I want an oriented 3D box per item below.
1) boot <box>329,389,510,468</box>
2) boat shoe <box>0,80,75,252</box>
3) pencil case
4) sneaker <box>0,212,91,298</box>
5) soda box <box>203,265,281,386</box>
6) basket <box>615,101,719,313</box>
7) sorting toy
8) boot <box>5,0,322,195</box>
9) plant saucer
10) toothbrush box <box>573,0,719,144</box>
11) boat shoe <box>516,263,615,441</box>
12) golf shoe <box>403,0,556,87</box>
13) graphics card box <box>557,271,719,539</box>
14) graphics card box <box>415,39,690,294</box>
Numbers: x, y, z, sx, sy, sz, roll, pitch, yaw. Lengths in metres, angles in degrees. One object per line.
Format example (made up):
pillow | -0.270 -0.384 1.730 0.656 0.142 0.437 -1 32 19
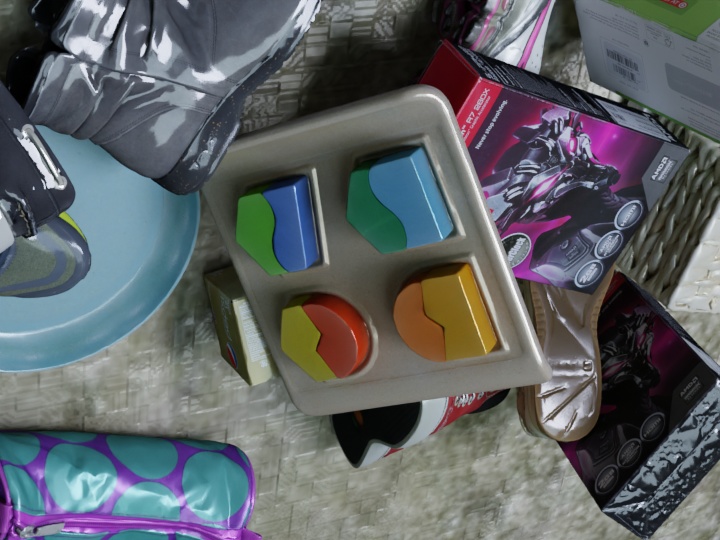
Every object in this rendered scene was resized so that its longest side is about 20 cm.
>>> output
boot | 0.065 0.076 1.045 0.144 0.073 0.200 -21 169 -18
boat shoe | -0.219 -0.106 0.761 0.060 0.074 0.200 -34 98 -25
pencil case | -0.170 0.155 0.996 0.199 0.092 0.085 7 118 -35
sneaker | -0.243 -0.009 0.805 0.199 0.081 0.074 7 118 -30
soda box | -0.001 0.011 0.997 0.199 0.068 0.064 -17 110 -18
basket | 0.287 -0.049 1.094 0.199 0.123 0.136 2 122 -32
sorting toy | 0.000 0.000 0.871 0.036 0.185 0.201 -49 121 -51
boot | -0.105 -0.149 0.819 0.131 0.070 0.200 28 91 -36
plant saucer | -0.196 -0.026 0.894 0.199 0.027 0.201 -15 128 -20
toothbrush box | 0.260 -0.183 0.944 0.200 0.146 0.086 -39 135 -17
boat shoe | 0.139 0.023 1.069 0.073 0.063 0.201 9 82 -20
golf shoe | 0.078 -0.116 0.959 0.092 0.073 0.201 6 119 -35
graphics card box | 0.202 0.095 1.087 0.051 0.200 0.126 35 102 -23
graphics card box | 0.104 -0.060 0.931 0.200 0.051 0.126 12 118 -39
